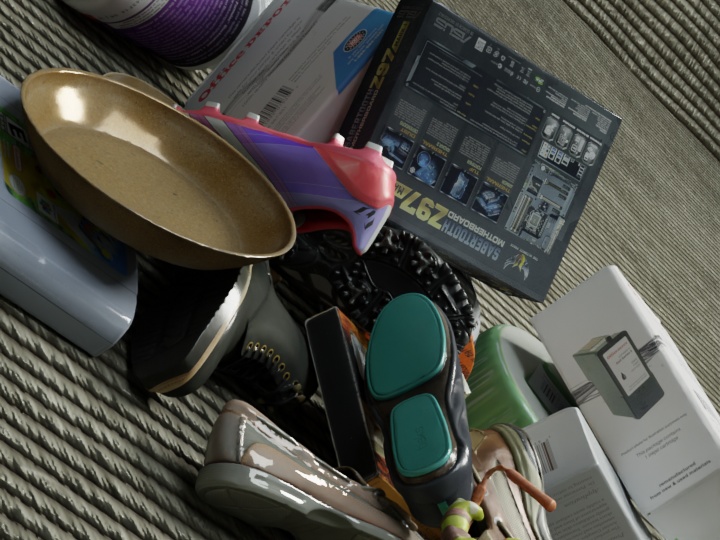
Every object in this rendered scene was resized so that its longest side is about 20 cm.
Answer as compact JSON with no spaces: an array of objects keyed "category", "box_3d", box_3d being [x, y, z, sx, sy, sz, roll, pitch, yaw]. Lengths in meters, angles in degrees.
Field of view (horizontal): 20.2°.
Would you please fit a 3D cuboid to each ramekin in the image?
[{"category":"ramekin","box_3d":[0.130,0.139,1.627,0.200,0.098,0.200,45,19,-20]}]

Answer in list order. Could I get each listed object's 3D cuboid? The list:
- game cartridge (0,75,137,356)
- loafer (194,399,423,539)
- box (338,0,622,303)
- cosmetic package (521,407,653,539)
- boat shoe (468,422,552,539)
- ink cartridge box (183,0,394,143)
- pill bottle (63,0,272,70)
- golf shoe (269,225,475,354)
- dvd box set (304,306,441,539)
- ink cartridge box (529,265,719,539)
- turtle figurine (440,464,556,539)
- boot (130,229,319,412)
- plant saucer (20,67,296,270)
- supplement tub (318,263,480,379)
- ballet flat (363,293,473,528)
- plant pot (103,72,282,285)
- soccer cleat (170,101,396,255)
[{"category":"game cartridge","box_3d":[-0.199,-0.041,1.275,0.133,0.040,0.200,42,19,-38]},{"category":"loafer","box_3d":[-0.020,0.142,1.272,0.200,0.072,0.063,32,57,-41]},{"category":"box","box_3d":[0.083,-0.086,1.491,0.200,0.158,0.051,27,-7,-30]},{"category":"cosmetic package","box_3d":[0.163,0.207,1.502,0.200,0.101,0.074,59,10,-35]},{"category":"boat shoe","box_3d":[0.092,0.200,1.366,0.074,0.076,0.201,0,58,-27]},{"category":"ink cartridge box","box_3d":[-0.034,-0.134,1.570,0.084,0.145,0.200,44,-8,-30]},{"category":"pill bottle","box_3d":[-0.151,-0.229,1.641,0.200,0.111,0.112,27,30,-53]},{"category":"golf shoe","box_3d":[0.000,0.000,1.466,0.200,0.078,0.095,34,-6,14]},{"category":"dvd box set","box_3d":[0.031,0.132,1.433,0.200,0.029,0.147,47,22,-48]},{"category":"ink cartridge box","box_3d":[0.232,0.115,1.593,0.145,0.084,0.200,44,15,-55]},{"category":"turtle figurine","box_3d":[0.049,0.207,1.187,0.064,0.161,0.200,39,21,-33]},{"category":"boot","box_3d":[-0.075,0.059,1.341,0.139,0.077,0.200,61,25,-22]},{"category":"plant saucer","box_3d":[-0.135,-0.058,1.289,0.200,0.035,0.200,30,21,-12]},{"category":"supplement tub","box_3d":[0.026,0.011,1.584,0.122,0.122,0.200,40,20,-31]},{"category":"ballet flat","box_3d":[0.043,0.097,1.340,0.073,0.073,0.200,42,22,-27]},{"category":"plant pot","box_3d":[-0.133,-0.060,1.491,0.200,0.027,0.200,46,18,-19]},{"category":"soccer cleat","box_3d":[-0.070,-0.065,1.407,0.199,0.077,0.067,13,-16,21]}]
